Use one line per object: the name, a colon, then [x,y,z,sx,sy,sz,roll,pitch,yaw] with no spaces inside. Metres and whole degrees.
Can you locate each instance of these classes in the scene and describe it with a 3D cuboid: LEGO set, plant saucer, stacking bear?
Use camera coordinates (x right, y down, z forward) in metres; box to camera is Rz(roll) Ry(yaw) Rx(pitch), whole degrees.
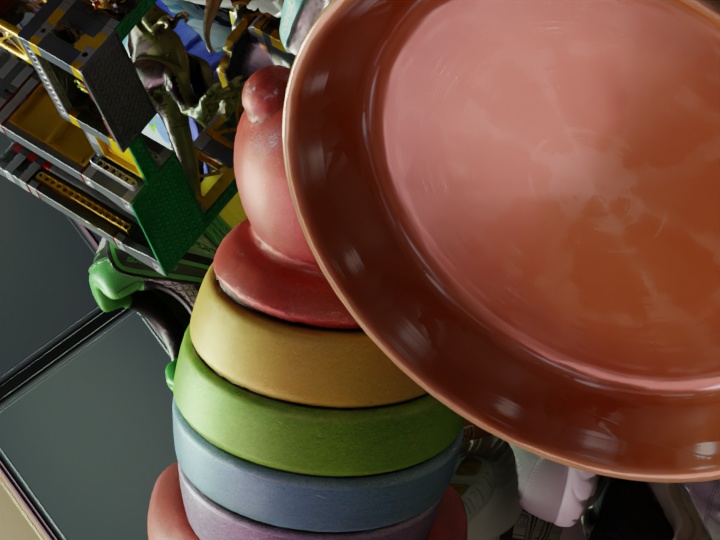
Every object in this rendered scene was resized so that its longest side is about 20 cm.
LEGO set: [-0.102,-0.103,1.052,0.116,0.154,0.200,30,168,25]
plant saucer: [0.070,-0.021,0.797,0.200,0.032,0.201,17,134,19]
stacking bear: [-0.012,0.021,0.922,0.114,0.121,0.201,-88,3,-65]

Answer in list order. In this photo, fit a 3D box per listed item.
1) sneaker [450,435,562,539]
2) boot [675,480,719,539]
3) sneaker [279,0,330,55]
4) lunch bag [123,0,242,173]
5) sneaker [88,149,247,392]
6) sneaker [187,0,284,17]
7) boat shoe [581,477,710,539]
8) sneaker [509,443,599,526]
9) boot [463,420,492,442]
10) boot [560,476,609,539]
sneaker: [0.057,0.099,1.104,0.075,0.200,0.088,4,117,35]
boot: [0.155,0.084,0.912,0.200,0.070,0.132,51,172,13]
sneaker: [0.004,-0.113,0.904,0.075,0.088,0.200,49,169,40]
lunch bag: [-0.057,-0.066,1.273,0.200,0.127,0.170,49,177,-39]
sneaker: [-0.039,0.044,1.152,0.200,0.085,0.078,42,156,-7]
sneaker: [-0.072,-0.158,1.211,0.086,0.075,0.200,21,-161,-22]
boat shoe: [0.132,0.130,1.059,0.074,0.060,0.200,31,-164,-21]
sneaker: [0.058,0.012,0.995,0.075,0.082,0.201,-68,-24,-51]
boot: [0.000,0.000,1.099,0.200,0.155,0.077,49,157,26]
boot: [0.009,0.081,1.241,0.200,0.188,0.069,51,-148,-28]
